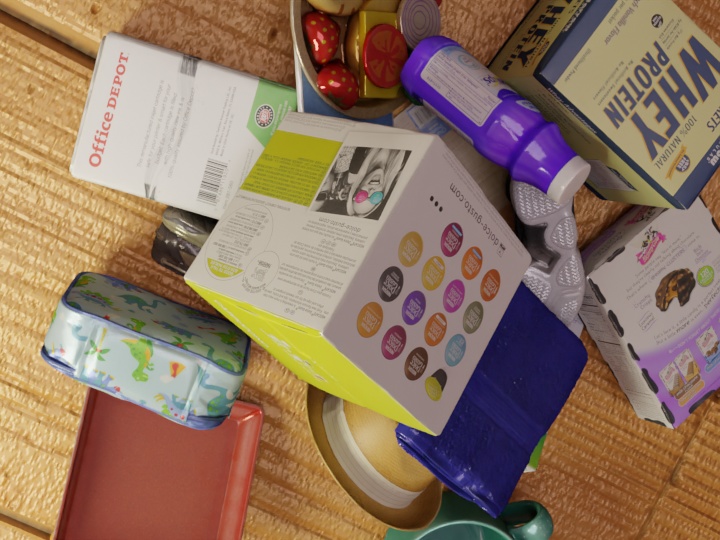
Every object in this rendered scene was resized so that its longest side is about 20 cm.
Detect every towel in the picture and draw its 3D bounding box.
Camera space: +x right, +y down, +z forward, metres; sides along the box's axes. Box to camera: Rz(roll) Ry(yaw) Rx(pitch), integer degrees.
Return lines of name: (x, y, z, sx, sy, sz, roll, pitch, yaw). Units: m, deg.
towel: (0.129, 0.120, 1.110, 0.148, 0.049, 0.201, 42, 73, -24)

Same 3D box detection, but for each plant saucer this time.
plant saucer: (-0.211, 0.220, 1.175, 0.198, 0.037, 0.203, 18, 73, -27)

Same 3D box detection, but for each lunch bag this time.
lunch bag: (-0.209, 0.076, 1.134, 0.198, 0.161, 0.083, 22, 103, -10)

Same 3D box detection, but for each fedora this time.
fedora: (0.033, 0.164, 1.165, 0.201, 0.201, 0.082, 45, 121, -14)

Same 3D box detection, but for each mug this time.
mug: (0.113, 0.323, 1.250, 0.182, 0.114, 0.155, 2, 101, -9)

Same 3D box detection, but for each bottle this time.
bottle: (0.129, -0.142, 1.072, 0.200, 0.083, 0.066, 43, 112, 20)

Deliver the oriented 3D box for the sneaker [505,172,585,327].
sneaker: (0.190, -0.036, 1.172, 0.074, 0.114, 0.203, -3, 112, 7)

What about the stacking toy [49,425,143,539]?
stacking toy: (-0.273, 0.255, 1.199, 0.115, 0.110, 0.203, 19, 87, -20)

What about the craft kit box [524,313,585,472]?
craft kit box: (0.131, 0.075, 1.179, 0.199, 0.048, 0.199, 35, 60, -19)

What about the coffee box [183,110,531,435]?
coffee box: (0.000, 0.000, 1.038, 0.200, 0.199, 0.199, 44, 71, -43)

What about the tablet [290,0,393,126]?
tablet: (-0.017, -0.193, 1.133, 0.129, 0.014, 0.203, -12, 103, -42)

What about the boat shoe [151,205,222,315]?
boat shoe: (-0.129, 0.007, 1.182, 0.199, 0.075, 0.074, 34, 108, -7)

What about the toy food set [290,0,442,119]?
toy food set: (0.011, -0.251, 1.111, 0.196, 0.048, 0.203, -8, 100, -43)

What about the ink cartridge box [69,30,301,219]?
ink cartridge box: (-0.174, -0.140, 1.132, 0.197, 0.084, 0.148, 16, 98, -10)

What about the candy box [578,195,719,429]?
candy box: (0.331, 0.036, 1.224, 0.167, 0.071, 0.201, -37, 104, -15)

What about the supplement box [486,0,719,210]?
supplement box: (0.250, -0.177, 1.117, 0.199, 0.200, 0.135, 39, 87, -13)

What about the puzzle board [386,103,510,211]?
puzzle board: (0.077, -0.101, 1.210, 0.199, 0.017, 0.151, -38, 102, 0)
